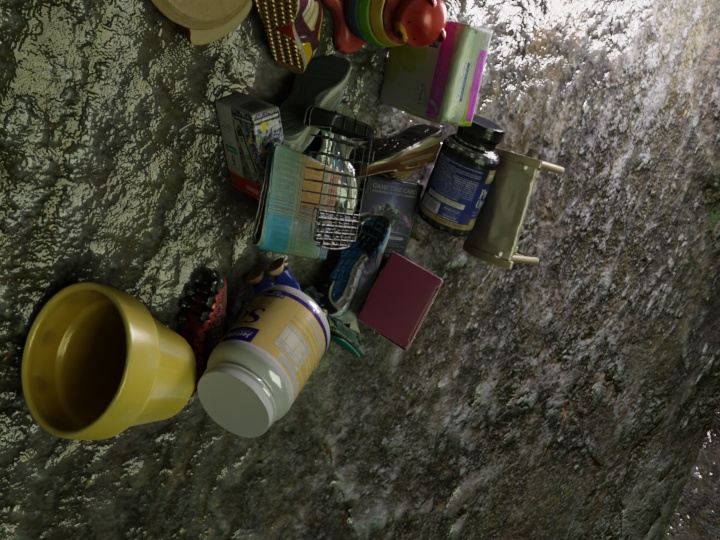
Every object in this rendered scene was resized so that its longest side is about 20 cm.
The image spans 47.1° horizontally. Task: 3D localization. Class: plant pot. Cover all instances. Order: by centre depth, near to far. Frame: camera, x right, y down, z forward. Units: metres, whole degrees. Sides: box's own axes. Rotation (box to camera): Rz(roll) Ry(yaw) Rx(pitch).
[{"bbox_3d":[-0.333,0.135,1.153,0.204,0.198,0.188,-63,149,1],"label":"plant pot"}]

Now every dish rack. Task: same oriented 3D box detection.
[{"bbox_3d":[-0.038,-0.135,1.239,0.152,0.053,0.205,0,99,-62],"label":"dish rack"}]

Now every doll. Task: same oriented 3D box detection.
[{"bbox_3d":[-0.121,0.083,1.373,0.134,0.049,0.203,-20,113,13],"label":"doll"}]

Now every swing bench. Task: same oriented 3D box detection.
[{"bbox_3d":[0.284,-0.122,1.578,0.199,0.128,0.204,-5,113,-63],"label":"swing bench"}]

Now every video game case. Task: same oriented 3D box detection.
[{"bbox_3d":[0.037,-0.067,1.501,0.141,0.019,0.205,4,105,-43],"label":"video game case"}]

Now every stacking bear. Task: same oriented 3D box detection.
[{"bbox_3d":[0.049,-0.386,1.240,0.113,0.199,0.123,-35,129,-23],"label":"stacking bear"}]

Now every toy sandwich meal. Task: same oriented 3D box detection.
[{"bbox_3d":[-0.216,-0.412,1.091,0.202,0.070,0.210,-16,116,-36],"label":"toy sandwich meal"}]

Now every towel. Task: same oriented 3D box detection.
[{"bbox_3d":[-0.092,-0.096,1.222,0.199,0.021,0.151,10,90,-64],"label":"towel"}]

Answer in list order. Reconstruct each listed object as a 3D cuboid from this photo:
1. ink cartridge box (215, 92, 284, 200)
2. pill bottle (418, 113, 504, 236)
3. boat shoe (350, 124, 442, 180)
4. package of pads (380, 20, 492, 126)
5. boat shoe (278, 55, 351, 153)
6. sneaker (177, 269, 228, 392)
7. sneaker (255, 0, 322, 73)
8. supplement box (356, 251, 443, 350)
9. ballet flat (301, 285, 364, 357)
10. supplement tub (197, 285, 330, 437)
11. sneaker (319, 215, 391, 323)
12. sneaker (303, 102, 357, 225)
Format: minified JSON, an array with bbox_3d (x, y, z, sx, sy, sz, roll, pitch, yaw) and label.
[{"bbox_3d":[-0.154,-0.152,1.229,0.050,0.108,0.204,-25,124,-30],"label":"ink cartridge box"},{"bbox_3d":[0.185,-0.175,1.496,0.110,0.112,0.204,0,120,-41],"label":"pill bottle"},{"bbox_3d":[0.068,-0.192,1.435,0.197,0.075,0.075,-24,127,-31],"label":"boat shoe"},{"bbox_3d":[0.116,-0.323,1.329,0.067,0.199,0.158,1,110,-33],"label":"package of pads"},{"bbox_3d":[-0.073,-0.254,1.264,0.065,0.073,0.204,91,20,-53],"label":"boat shoe"},{"bbox_3d":[-0.238,0.099,1.296,0.097,0.070,0.205,6,101,-50],"label":"sneaker"},{"bbox_3d":[-0.097,-0.383,1.179,0.201,0.073,0.091,89,24,-60],"label":"sneaker"},{"bbox_3d":[0.070,0.055,1.433,0.133,0.102,0.200,-60,175,-2],"label":"supplement box"},{"bbox_3d":[-0.043,0.088,1.466,0.075,0.074,0.199,-56,136,-5],"label":"ballet flat"},{"bbox_3d":[-0.145,0.136,1.252,0.201,0.142,0.148,-55,142,-47],"label":"supplement tub"},{"bbox_3d":[0.000,0.000,1.435,0.203,0.074,0.087,-61,146,-13],"label":"sneaker"},{"bbox_3d":[-0.058,-0.167,1.342,0.085,0.077,0.205,-12,107,-30],"label":"sneaker"}]
